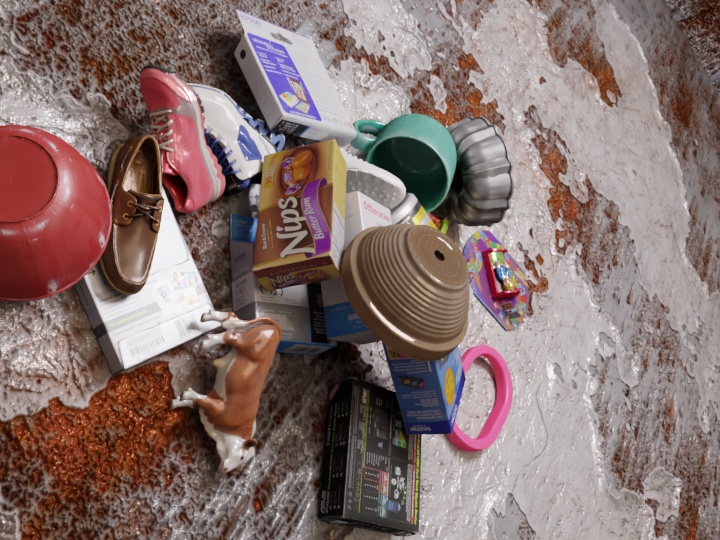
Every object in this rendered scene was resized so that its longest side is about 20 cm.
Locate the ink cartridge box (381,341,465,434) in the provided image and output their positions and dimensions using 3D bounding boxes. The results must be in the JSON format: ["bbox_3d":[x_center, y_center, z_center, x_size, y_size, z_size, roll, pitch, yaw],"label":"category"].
[{"bbox_3d":[0.101,0.146,1.109,0.137,0.074,0.204,-60,141,-56],"label":"ink cartridge box"}]

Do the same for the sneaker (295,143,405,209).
[{"bbox_3d":[-0.021,-0.156,1.187,0.195,0.077,0.081,15,45,2],"label":"sneaker"}]

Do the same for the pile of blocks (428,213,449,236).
[{"bbox_3d":[0.161,-0.034,1.363,0.082,0.062,0.203,-35,98,-44],"label":"pile of blocks"}]

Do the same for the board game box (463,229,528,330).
[{"bbox_3d":[0.282,0.010,1.470,0.200,0.039,0.159,47,48,-19],"label":"board game box"}]

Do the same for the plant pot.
[{"bbox_3d":[0.079,0.008,0.989,0.198,0.093,0.204,25,41,-24],"label":"plant pot"}]

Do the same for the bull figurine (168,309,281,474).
[{"bbox_3d":[-0.169,0.151,0.960,0.119,0.065,0.205,21,82,-26],"label":"bull figurine"}]

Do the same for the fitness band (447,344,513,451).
[{"bbox_3d":[0.206,0.222,1.320,0.145,0.037,0.200,53,48,-13],"label":"fitness band"}]

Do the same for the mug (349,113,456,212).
[{"bbox_3d":[0.084,-0.204,1.291,0.187,0.149,0.115,58,34,-24],"label":"mug"}]

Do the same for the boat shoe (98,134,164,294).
[{"bbox_3d":[-0.278,-0.074,0.918,0.071,0.067,0.205,14,64,-37],"label":"boat shoe"}]

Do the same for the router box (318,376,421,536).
[{"bbox_3d":[0.019,0.276,1.109,0.148,0.062,0.205,24,59,-34],"label":"router box"}]

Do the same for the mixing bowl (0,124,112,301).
[{"bbox_3d":[-0.372,-0.079,0.815,0.195,0.108,0.205,6,71,-17],"label":"mixing bowl"}]

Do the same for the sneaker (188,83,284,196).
[{"bbox_3d":[-0.195,-0.177,1.082,0.197,0.080,0.118,23,57,-36],"label":"sneaker"}]

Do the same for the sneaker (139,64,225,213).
[{"bbox_3d":[-0.246,-0.170,0.998,0.087,0.072,0.204,-52,130,-47],"label":"sneaker"}]

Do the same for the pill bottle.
[{"bbox_3d":[0.099,-0.016,1.262,0.201,0.113,0.115,53,47,-12],"label":"pill bottle"}]

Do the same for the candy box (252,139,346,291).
[{"bbox_3d":[-0.082,-0.078,1.038,0.057,0.114,0.204,60,26,-51],"label":"candy box"}]

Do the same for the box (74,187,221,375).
[{"bbox_3d":[-0.283,0.008,0.956,0.154,0.041,0.204,-25,91,-45],"label":"box"}]

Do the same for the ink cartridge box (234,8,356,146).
[{"bbox_3d":[-0.109,-0.303,1.200,0.196,0.043,0.204,0,61,-55],"label":"ink cartridge box"}]

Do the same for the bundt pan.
[{"bbox_3d":[0.190,-0.173,1.363,0.074,0.201,0.207,-14,82,-25],"label":"bundt pan"}]

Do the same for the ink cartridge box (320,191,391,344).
[{"bbox_3d":[0.000,0.000,1.119,0.144,0.082,0.205,19,61,-67],"label":"ink cartridge box"}]

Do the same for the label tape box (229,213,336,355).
[{"bbox_3d":[-0.113,0.014,1.092,0.141,0.065,0.205,10,69,-40],"label":"label tape box"}]
